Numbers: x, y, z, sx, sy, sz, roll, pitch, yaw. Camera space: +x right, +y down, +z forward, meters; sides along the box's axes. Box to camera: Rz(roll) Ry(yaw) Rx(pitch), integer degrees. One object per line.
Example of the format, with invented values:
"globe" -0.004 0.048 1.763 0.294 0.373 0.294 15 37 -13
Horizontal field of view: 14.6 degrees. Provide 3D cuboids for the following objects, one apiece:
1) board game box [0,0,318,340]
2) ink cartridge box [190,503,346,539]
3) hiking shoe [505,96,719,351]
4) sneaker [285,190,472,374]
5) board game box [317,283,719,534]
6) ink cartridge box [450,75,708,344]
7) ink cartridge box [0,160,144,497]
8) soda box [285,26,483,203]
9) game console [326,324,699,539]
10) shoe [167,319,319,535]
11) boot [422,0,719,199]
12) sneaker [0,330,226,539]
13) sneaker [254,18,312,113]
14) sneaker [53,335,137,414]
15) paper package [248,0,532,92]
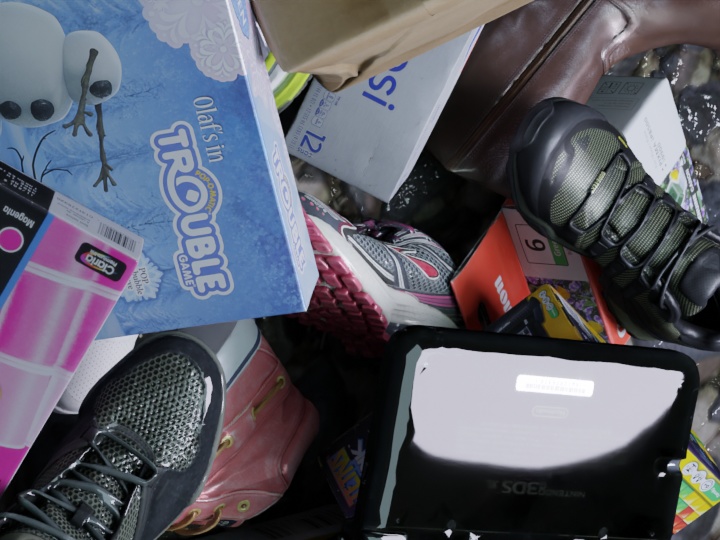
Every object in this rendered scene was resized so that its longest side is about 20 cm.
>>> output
"board game box" -0.139 -0.062 1.351 0.043 0.199 0.200 -74 152 -63
"ink cartridge box" -0.081 0.246 1.561 0.197 0.047 0.201 -11 105 -38
"hiking shoe" 0.158 -0.024 1.540 0.076 0.101 0.200 -57 132 -14
"sneaker" 0.000 0.000 1.548 0.200 0.080 0.075 39 61 -55
"board game box" 0.097 0.116 1.602 0.165 0.057 0.200 -39 137 9
"ink cartridge box" 0.130 -0.013 1.631 0.200 0.050 0.109 -52 134 -39
"ink cartridge box" -0.192 0.047 1.352 0.095 0.037 0.200 29 110 -10
"soda box" 0.033 -0.141 1.491 0.200 0.068 0.063 -64 177 18
"game console" 0.063 0.112 1.528 0.200 0.116 0.176 6 98 -31
"shoe" -0.102 0.118 1.492 0.200 0.071 0.091 -51 120 -24
"boot" 0.137 -0.101 1.596 0.200 0.186 0.064 -53 170 -21
"sneaker" -0.132 0.118 1.367 0.076 0.114 0.200 39 86 -2
"sneaker" -0.035 -0.177 1.452 0.081 0.074 0.200 22 104 -21
"sneaker" -0.108 -0.014 1.428 0.074 0.115 0.200 11 94 -43
"paper package" 0.015 -0.214 1.361 0.200 0.190 0.103 67 12 7
